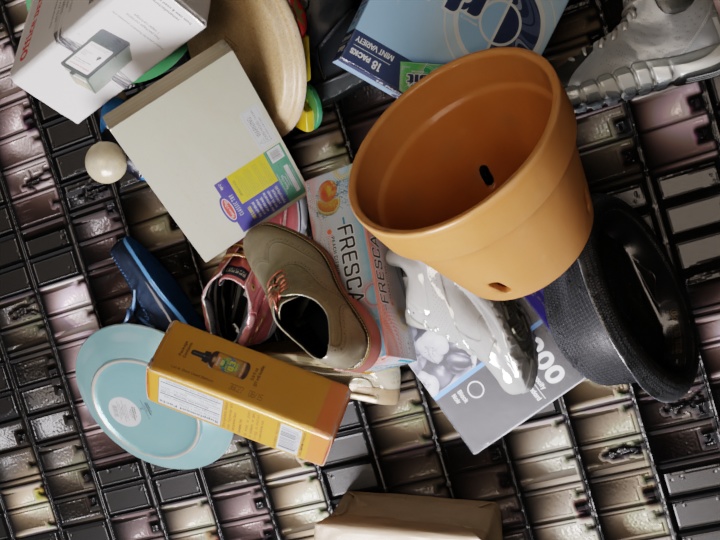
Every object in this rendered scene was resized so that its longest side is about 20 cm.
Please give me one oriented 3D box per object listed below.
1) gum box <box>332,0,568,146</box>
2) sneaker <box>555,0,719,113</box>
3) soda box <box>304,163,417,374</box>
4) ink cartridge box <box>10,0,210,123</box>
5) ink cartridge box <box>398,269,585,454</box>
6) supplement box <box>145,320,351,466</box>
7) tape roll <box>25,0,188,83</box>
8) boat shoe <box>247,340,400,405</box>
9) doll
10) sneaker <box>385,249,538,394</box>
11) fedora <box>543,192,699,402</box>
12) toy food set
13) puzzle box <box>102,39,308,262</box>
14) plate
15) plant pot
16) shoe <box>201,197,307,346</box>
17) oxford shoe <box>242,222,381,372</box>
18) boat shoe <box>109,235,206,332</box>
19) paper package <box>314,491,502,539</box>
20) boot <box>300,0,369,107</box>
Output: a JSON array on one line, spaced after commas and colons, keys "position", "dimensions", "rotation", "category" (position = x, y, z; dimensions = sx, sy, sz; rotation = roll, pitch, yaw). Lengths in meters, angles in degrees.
[{"position": [0.094, -0.243, 0.958], "dimensions": [0.169, 0.045, 0.201], "rotation": [26, 89, -14], "category": "gum box"}, {"position": [0.237, -0.218, 0.968], "dimensions": [0.198, 0.075, 0.117], "rotation": [-13, 89, 9], "category": "sneaker"}, {"position": [0.000, 0.000, 1.036], "dimensions": [0.063, 0.068, 0.202], "rotation": [-16, 75, 26], "category": "soda box"}, {"position": [-0.234, -0.257, 0.992], "dimensions": [0.199, 0.084, 0.146], "rotation": [-26, 46, 33], "category": "ink cartridge box"}, {"position": [0.137, 0.052, 1.046], "dimensions": [0.200, 0.043, 0.199], "rotation": [-39, 84, 18], "category": "ink cartridge box"}, {"position": [-0.115, 0.124, 1.049], "dimensions": [0.199, 0.067, 0.069], "rotation": [22, 141, 2], "category": "supplement box"}, {"position": [-0.267, -0.306, 1.122], "dimensions": [0.199, 0.048, 0.202], "rotation": [2, 98, 17], "category": "tape roll"}, {"position": [-0.055, 0.113, 1.100], "dimensions": [0.198, 0.071, 0.065], "rotation": [1, 97, 16], "category": "boat shoe"}, {"position": [-0.200, -0.129, 1.043], "dimensions": [0.137, 0.200, 0.048], "rotation": [49, 123, 5], "category": "doll"}, {"position": [0.096, 0.041, 1.004], "dimensions": [0.099, 0.078, 0.201], "rotation": [-37, 74, 25], "category": "sneaker"}, {"position": [0.228, 0.034, 0.958], "dimensions": [0.091, 0.200, 0.202], "rotation": [-28, 89, 37], "category": "fedora"}, {"position": [-0.113, -0.225, 1.036], "dimensions": [0.199, 0.048, 0.199], "rotation": [30, 134, 39], "category": "toy food set"}, {"position": [-0.141, -0.108, 0.992], "dimensions": [0.133, 0.200, 0.025], "rotation": [-34, 48, -5], "category": "puzzle box"}, {"position": [-0.234, 0.149, 1.147], "dimensions": [0.198, 0.026, 0.202], "rotation": [10, 124, 15], "category": "plate"}, {"position": [0.108, -0.069, 0.884], "dimensions": [0.199, 0.201, 0.140], "rotation": [-28, 130, 19], "category": "plant pot"}, {"position": [-0.112, -0.011, 1.090], "dimensions": [0.071, 0.091, 0.202], "rotation": [15, 102, 15], "category": "shoe"}, {"position": [-0.061, 0.017, 0.986], "dimensions": [0.200, 0.075, 0.071], "rotation": [44, 111, 33], "category": "oxford shoe"}, {"position": [-0.223, 0.058, 1.139], "dimensions": [0.068, 0.084, 0.201], "rotation": [-35, 84, 9], "category": "boat shoe"}, {"position": [0.054, 0.348, 1.082], "dimensions": [0.189, 0.103, 0.202], "rotation": [0, 98, 17], "category": "paper package"}, {"position": [-0.016, -0.269, 1.031], "dimensions": [0.199, 0.076, 0.169], "rotation": [-22, 94, 25], "category": "boot"}]
